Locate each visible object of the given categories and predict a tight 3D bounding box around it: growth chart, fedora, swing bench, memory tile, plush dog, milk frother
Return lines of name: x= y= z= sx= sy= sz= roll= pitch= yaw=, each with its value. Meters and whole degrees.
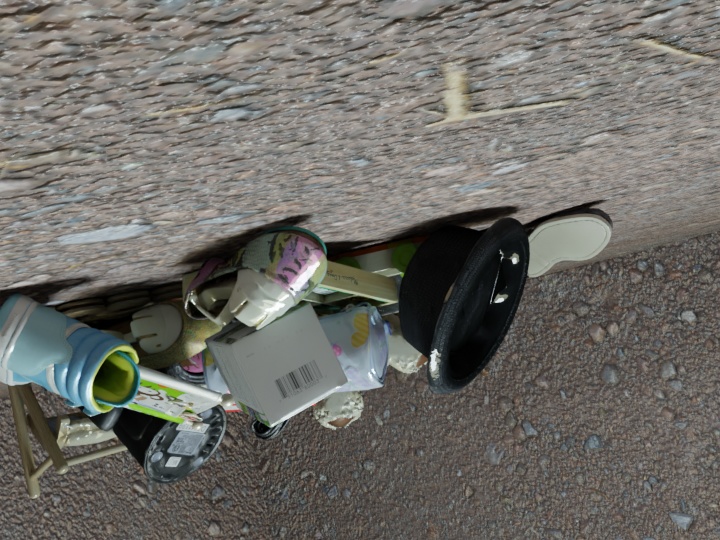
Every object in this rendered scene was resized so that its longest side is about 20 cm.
growth chart: x=-0.209 y=0.126 z=1.092 sx=0.144 sy=0.018 sz=0.200 roll=18 pitch=160 yaw=-16
fedora: x=0.100 y=0.026 z=1.148 sx=0.091 sy=0.202 sz=0.200 roll=27 pitch=-163 yaw=29
swing bench: x=-0.359 y=0.169 z=1.427 sx=0.198 sy=0.201 sz=0.130 roll=-10 pitch=161 yaw=-41
memory tile: x=-0.284 y=0.045 z=1.147 sx=0.199 sy=0.017 sz=0.153 roll=-10 pitch=175 yaw=-28
plush dog: x=-0.005 y=0.102 z=1.482 sx=0.200 sy=0.161 sz=0.172 roll=-39 pitch=176 yaw=4
milk frother: x=-0.242 y=0.108 z=1.270 sx=0.200 sy=0.188 sz=0.181 roll=-47 pitch=148 yaw=-8

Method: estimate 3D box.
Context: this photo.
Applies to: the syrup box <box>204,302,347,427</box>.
syrup box: x=-0.083 y=0.082 z=0.988 sx=0.078 sy=0.082 sz=0.200 roll=-27 pitch=-176 yaw=-14

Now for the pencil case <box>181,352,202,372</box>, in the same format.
pencil case: x=-0.173 y=0.099 z=1.393 sx=0.199 sy=0.083 sz=0.087 roll=-20 pitch=-164 yaw=37

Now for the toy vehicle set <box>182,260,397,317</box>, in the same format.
toy vehicle set: x=-0.067 y=0.019 z=1.095 sx=0.124 sy=0.027 sz=0.199 roll=-15 pitch=163 yaw=33

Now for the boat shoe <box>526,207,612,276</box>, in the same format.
boat shoe: x=0.252 y=-0.049 z=1.348 sx=0.063 sy=0.072 sz=0.200 roll=-58 pitch=-169 yaw=-25

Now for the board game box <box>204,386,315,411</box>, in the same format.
board game box: x=-0.169 y=0.129 z=1.527 sx=0.198 sy=0.152 sz=0.046 roll=-6 pitch=-145 yaw=8

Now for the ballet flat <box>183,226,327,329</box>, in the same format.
ballet flat: x=-0.095 y=0.016 z=0.909 sx=0.200 sy=0.069 sz=0.071 roll=-14 pitch=-141 yaw=57

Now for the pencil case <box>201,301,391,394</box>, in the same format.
pencil case: x=-0.068 y=0.089 z=1.138 sx=0.198 sy=0.091 sz=0.083 roll=-9 pitch=-148 yaw=15

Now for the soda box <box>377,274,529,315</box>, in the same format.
soda box: x=0.106 y=0.003 z=1.357 sx=0.199 sy=0.071 sz=0.063 roll=-15 pitch=179 yaw=30

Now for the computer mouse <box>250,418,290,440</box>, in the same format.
computer mouse: x=-0.104 y=0.082 z=1.252 sx=0.140 sy=0.201 sz=0.046 roll=-34 pitch=146 yaw=20

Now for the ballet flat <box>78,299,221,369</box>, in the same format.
ballet flat: x=-0.240 y=0.069 z=1.096 sx=0.198 sy=0.071 sz=0.071 roll=-13 pitch=176 yaw=0

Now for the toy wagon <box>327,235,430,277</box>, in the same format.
toy wagon: x=0.000 y=0.000 z=1.239 sx=0.198 sy=0.040 sz=0.155 roll=-12 pitch=175 yaw=3

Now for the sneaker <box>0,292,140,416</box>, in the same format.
sneaker: x=-0.259 y=0.087 z=0.969 sx=0.130 sy=0.080 sz=0.200 roll=26 pitch=170 yaw=-3
